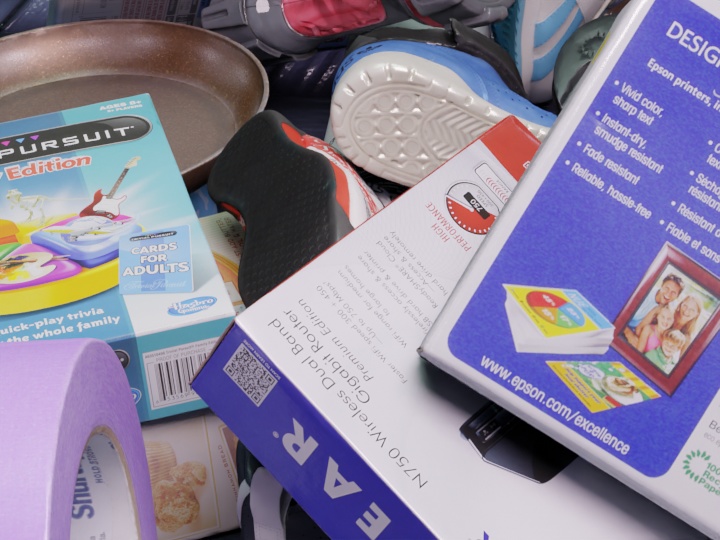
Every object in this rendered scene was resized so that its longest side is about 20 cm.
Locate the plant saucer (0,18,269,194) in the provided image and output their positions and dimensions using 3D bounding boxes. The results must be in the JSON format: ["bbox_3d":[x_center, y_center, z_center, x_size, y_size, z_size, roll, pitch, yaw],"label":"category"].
[{"bbox_3d":[-0.144,-0.070,1.364,0.200,0.032,0.200,-5,30,3],"label":"plant saucer"}]

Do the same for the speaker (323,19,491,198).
[{"bbox_3d":[0.023,-0.074,1.386,0.081,0.081,0.200,-2,30,7],"label":"speaker"}]

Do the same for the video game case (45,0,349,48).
[{"bbox_3d":[-0.075,-0.162,1.460,0.182,0.200,0.022,-6,72,-12],"label":"video game case"}]

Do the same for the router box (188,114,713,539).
[{"bbox_3d":[0.066,0.061,1.023,0.200,0.049,0.179,46,48,7],"label":"router box"}]

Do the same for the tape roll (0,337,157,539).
[{"bbox_3d":[-0.119,0.125,0.958,0.065,0.201,0.200,-4,30,6],"label":"tape roll"}]

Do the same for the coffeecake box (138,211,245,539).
[{"bbox_3d":[-0.125,0.059,1.197,0.200,0.073,0.154,-14,33,-13],"label":"coffeecake box"}]

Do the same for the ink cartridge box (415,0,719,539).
[{"bbox_3d":[0.154,-0.003,0.978,0.197,0.200,0.047,32,-2,-4],"label":"ink cartridge box"}]

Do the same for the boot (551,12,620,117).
[{"bbox_3d":[0.159,0.000,1.106,0.200,0.168,0.076,32,66,16],"label":"boot"}]

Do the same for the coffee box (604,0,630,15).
[{"bbox_3d":[0.238,-0.098,1.385,0.200,0.080,0.113,18,39,35],"label":"coffee box"}]

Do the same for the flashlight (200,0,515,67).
[{"bbox_3d":[-0.003,-0.142,1.366,0.200,0.068,0.068,-8,36,47],"label":"flashlight"}]

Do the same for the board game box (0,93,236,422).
[{"bbox_3d":[-0.145,0.000,1.179,0.151,0.047,0.200,-12,33,-9],"label":"board game box"}]

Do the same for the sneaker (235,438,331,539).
[{"bbox_3d":[0.011,0.066,1.095,0.079,0.130,0.199,19,42,33],"label":"sneaker"}]

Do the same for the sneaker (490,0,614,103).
[{"bbox_3d":[0.110,-0.157,1.410,0.081,0.200,0.077,-10,58,-11],"label":"sneaker"}]

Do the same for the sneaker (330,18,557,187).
[{"bbox_3d":[0.077,-0.049,1.237,0.200,0.077,0.111,26,18,-8],"label":"sneaker"}]

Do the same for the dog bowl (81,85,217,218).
[{"bbox_3d":[-0.152,-0.063,1.432,0.111,0.050,0.200,-19,33,-20],"label":"dog bowl"}]

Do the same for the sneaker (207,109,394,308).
[{"bbox_3d":[0.000,-0.001,1.168,0.067,0.108,0.201,-51,21,8],"label":"sneaker"}]
